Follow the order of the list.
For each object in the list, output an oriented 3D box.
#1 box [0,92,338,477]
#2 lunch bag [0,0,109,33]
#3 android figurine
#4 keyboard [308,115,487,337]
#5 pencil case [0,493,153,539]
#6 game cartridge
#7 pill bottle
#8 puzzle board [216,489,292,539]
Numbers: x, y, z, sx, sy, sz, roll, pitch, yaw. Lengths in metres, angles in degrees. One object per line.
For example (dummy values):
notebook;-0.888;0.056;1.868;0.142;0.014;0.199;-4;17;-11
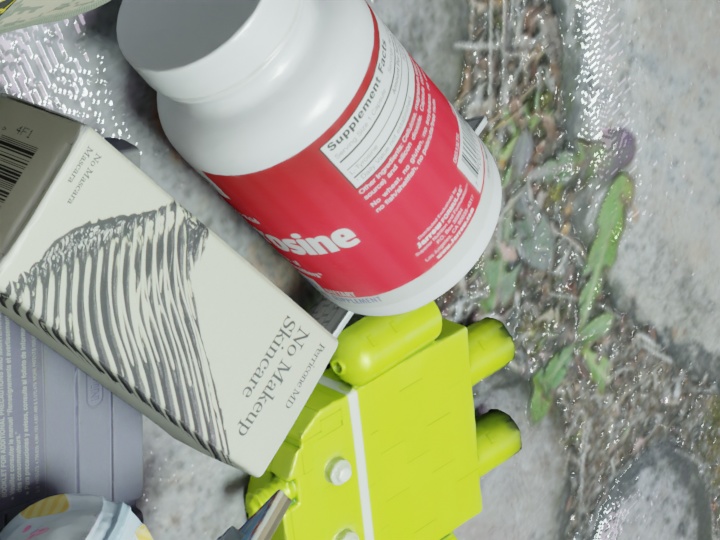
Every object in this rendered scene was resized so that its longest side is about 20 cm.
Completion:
box;-0.100;0.010;0.953;0.200;0.068;0.082;40;75;-46
lunch bag;-0.169;-0.141;0.773;0.164;0.200;0.118;-16;116;-42
android figurine;0.012;0.104;1.174;0.200;0.041;0.183;-27;123;-39
keyboard;0.000;0.000;1.111;0.011;0.056;0.200;38;74;-12
pencil case;-0.134;0.155;0.890;0.200;0.083;0.091;-76;-176;-81
game cartridge;-0.158;0.047;0.982;0.129;0.038;0.201;-14;115;-38
pill bottle;-0.024;-0.072;1.014;0.112;0.112;0.200;-57;136;-13
puzzle board;-0.110;0.194;0.975;0.151;0.017;0.200;-46;-174;33
